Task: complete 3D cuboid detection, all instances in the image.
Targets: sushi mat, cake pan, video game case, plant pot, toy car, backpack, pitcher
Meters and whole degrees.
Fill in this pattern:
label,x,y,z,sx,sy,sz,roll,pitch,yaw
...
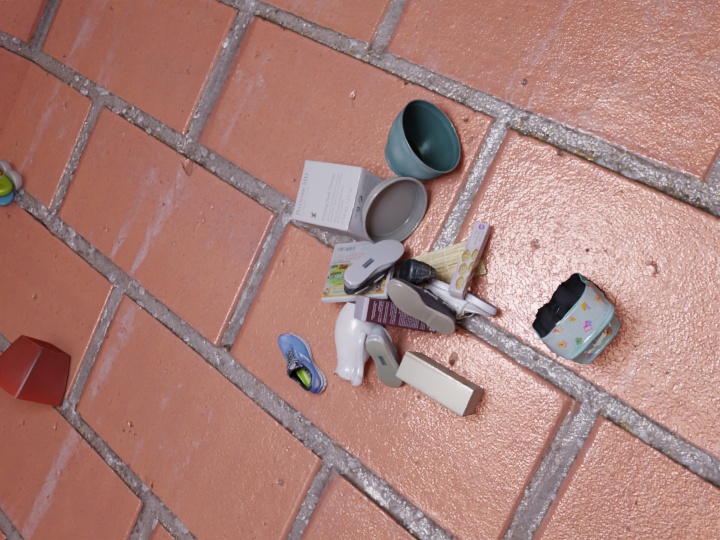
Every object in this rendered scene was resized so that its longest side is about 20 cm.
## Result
label,x,y,z,sx,sy,sz,roll,pitch,yaw
sushi mat,0.226,-0.013,1.663,0.196,0.012,0.098,-17,77,26
cake pan,0.084,-0.158,1.663,0.202,0.198,0.037,-52,47,11
video game case,0.000,0.000,1.734,0.195,0.023,0.186,-5,54,27
plant pot,-1.144,0.344,2.254,0.196,0.200,0.180,20,79,28
toy car,-1.442,-0.331,2.530,0.198,0.174,0.153,35,134,26
plant pot,0.145,-0.318,1.665,0.133,0.197,0.205,-30,68,49
backpack,0.475,0.113,1.409,0.153,0.200,0.176,43,101,9
pitcher,-0.008,0.193,1.679,0.171,0.118,0.206,-169,90,-73

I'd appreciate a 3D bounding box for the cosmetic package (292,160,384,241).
label,x,y,z,sx,sy,sz,roll,pitch,yaw
cosmetic package,-0.048,-0.186,1.737,0.196,0.165,0.172,13,89,35

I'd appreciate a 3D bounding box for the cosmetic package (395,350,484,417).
label,x,y,z,sx,sy,sz,roll,pitch,yaw
cosmetic package,0.197,0.278,1.589,0.197,0.103,0.075,27,95,27

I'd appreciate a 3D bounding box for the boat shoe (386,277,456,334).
label,x,y,z,sx,sy,sz,roll,pitch,yaw
boat shoe,0.149,0.075,1.548,0.198,0.063,0.073,35,134,-6

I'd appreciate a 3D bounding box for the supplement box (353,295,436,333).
label,x,y,z,sx,sy,sz,roll,pitch,yaw
supplement box,0.089,0.110,1.610,0.195,0.109,0.063,10,88,-11

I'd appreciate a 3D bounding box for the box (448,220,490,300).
label,x,y,z,sx,sy,sz,roll,pitch,yaw
box,0.270,-0.026,1.583,0.041,0.039,0.203,17,69,24

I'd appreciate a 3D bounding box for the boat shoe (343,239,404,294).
label,x,y,z,sx,sy,sz,roll,pitch,yaw
boat shoe,0.033,-0.005,1.646,0.071,0.069,0.199,38,58,20

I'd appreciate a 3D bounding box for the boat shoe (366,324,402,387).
label,x,y,z,sx,sy,sz,roll,pitch,yaw
boat shoe,0.070,0.218,1.641,0.068,0.203,0.072,-1,44,24

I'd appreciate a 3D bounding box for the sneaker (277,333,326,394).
label,x,y,z,sx,sy,sz,roll,pitch,yaw
sneaker,-0.174,0.256,1.796,0.079,0.089,0.201,-46,65,13

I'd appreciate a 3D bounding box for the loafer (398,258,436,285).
label,x,y,z,sx,sy,sz,roll,pitch,yaw
loafer,0.138,0.012,1.624,0.070,0.200,0.075,11,90,-6

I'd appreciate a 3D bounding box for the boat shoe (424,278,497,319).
label,x,y,z,sx,sy,sz,roll,pitch,yaw
boat shoe,0.241,0.090,1.604,0.199,0.074,0.088,24,96,23
